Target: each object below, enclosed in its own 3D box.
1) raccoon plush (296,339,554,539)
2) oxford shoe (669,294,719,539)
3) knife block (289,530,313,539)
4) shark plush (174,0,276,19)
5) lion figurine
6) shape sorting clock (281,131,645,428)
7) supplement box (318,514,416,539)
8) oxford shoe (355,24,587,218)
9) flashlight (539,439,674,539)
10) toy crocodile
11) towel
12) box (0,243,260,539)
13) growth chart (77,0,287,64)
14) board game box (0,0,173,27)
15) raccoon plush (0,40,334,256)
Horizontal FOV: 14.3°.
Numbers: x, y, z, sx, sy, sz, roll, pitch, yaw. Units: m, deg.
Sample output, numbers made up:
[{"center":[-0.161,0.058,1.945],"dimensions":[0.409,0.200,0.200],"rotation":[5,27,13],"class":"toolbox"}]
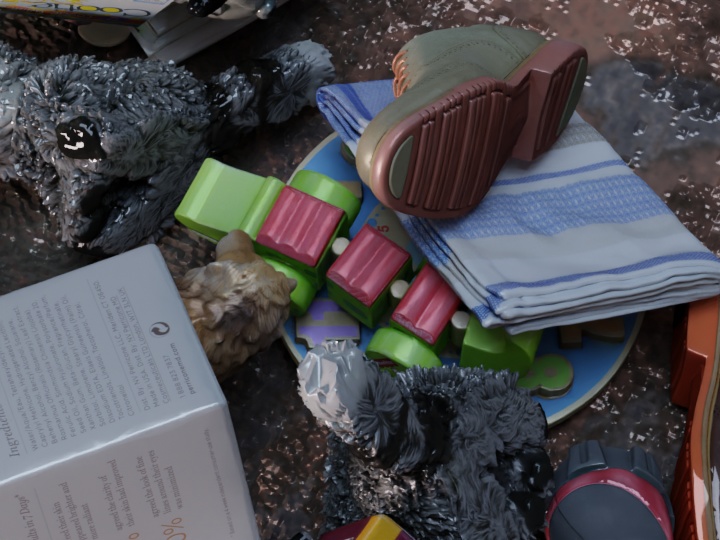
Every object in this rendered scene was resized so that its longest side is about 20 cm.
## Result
[{"center":[0.000,0.076,1.355],"dimensions":[0.134,0.200,0.097],"rotation":[-3,52,39],"class":"raccoon plush"},{"center":[0.192,0.091,1.413],"dimensions":[0.072,0.071,0.200],"rotation":[6,64,-2],"class":"oxford shoe"},{"center":[-0.060,0.226,1.353],"dimensions":[0.175,0.064,0.200],"rotation":[-2,63,1],"class":"knife block"},{"center":[-0.078,-0.174,1.480],"dimensions":[0.091,0.200,0.083],"rotation":[7,108,13],"class":"shark plush"},{"center":[-0.136,0.034,1.384],"dimensions":[0.200,0.122,0.073],"rotation":[-10,80,-29],"class":"lion figurine"},{"center":[0.050,-0.003,1.478],"dimensions":[0.200,0.039,0.200],"rotation":[-1,64,1],"class":"shape sorting clock"},{"center":[0.038,0.219,1.302],"dimensions":[0.200,0.086,0.110],"rotation":[42,69,-7],"class":"supplement box"},{"center":[0.039,-0.077,1.399],"dimensions":[0.074,0.071,0.200],"rotation":[24,23,21],"class":"oxford shoe"},{"center":[0.119,0.150,1.325],"dimensions":[0.068,0.068,0.200],"rotation":[-15,22,8],"class":"flashlight"},{"center":[0.000,0.000,1.424],"dimensions":[0.200,0.062,0.068],"rotation":[29,74,13],"class":"toy crocodile"},{"center":[0.080,-0.042,1.439],"dimensions":[0.147,0.024,0.200],"rotation":[-8,41,-28],"class":"towel"},{"center":[-0.158,0.102,1.308],"dimensions":[0.200,0.152,0.106],"rotation":[-19,50,-8],"class":"box"},{"center":[-0.114,-0.202,1.592],"dimensions":[0.145,0.018,0.200],"rotation":[-23,65,-9],"class":"growth chart"},{"center":[-0.147,-0.236,1.480],"dimensions":[0.105,0.103,0.200],"rotation":[4,85,-16],"class":"board game box"},{"center":[-0.131,-0.089,1.509],"dimensions":[0.200,0.097,0.134],"rotation":[-22,50,-37],"class":"raccoon plush"}]
